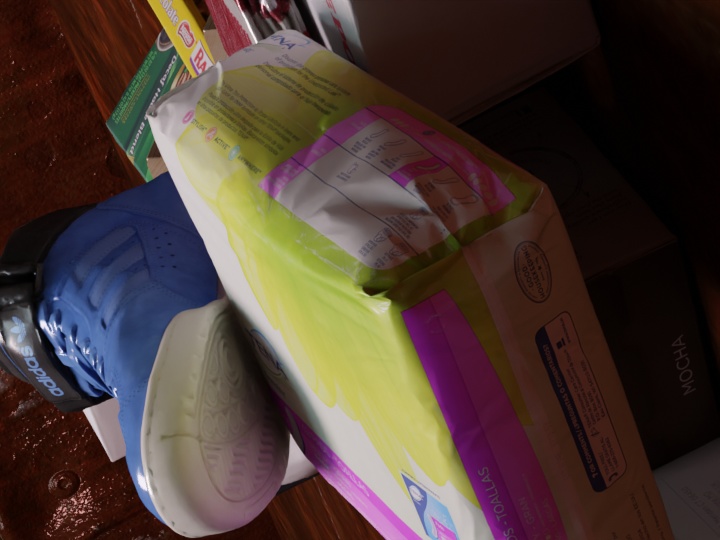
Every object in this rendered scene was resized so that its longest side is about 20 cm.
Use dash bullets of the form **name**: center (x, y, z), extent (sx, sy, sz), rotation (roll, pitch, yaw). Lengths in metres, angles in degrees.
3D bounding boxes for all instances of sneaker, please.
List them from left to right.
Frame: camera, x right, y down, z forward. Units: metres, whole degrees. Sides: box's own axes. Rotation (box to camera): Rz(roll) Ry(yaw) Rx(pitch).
- **sneaker**: center (-0.087, 0.034, 0.940), extent (0.200, 0.111, 0.077), rotation (-86, -25, -53)

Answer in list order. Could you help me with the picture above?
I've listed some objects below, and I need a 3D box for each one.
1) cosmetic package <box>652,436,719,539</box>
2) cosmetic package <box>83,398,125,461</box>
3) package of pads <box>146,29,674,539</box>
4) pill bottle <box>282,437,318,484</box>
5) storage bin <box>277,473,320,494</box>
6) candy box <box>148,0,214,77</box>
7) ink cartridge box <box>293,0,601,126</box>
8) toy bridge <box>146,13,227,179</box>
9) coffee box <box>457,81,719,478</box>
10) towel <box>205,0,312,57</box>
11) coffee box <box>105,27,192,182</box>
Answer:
- **cosmetic package**: center (0.096, 0.200, 0.914), extent (0.200, 0.199, 0.123), rotation (68, 171, -22)
- **cosmetic package**: center (-0.097, 0.025, 1.655), extent (0.113, 0.199, 0.081), rotation (54, 167, 55)
- **package of pads**: center (0.012, 0.018, 0.822), extent (0.200, 0.068, 0.155), rotation (37, 154, 59)
- **pill bottle**: center (-0.024, 0.040, 1.323), extent (0.117, 0.116, 0.200), rotation (64, -162, 4)
- **storage bin**: center (-0.081, 0.055, 1.875), extent (0.094, 0.135, 0.201), rotation (53, 166, 55)
- **candy box**: center (-0.045, -0.112, 1.274), extent (0.026, 0.102, 0.200), rotation (-56, 48, 31)
- **ink cartridge box**: center (-0.006, -0.152, 0.906), extent (0.200, 0.083, 0.146), rotation (50, 164, 58)
- **toy bridge**: center (-0.033, -0.101, 1.110), extent (0.200, 0.067, 0.027), rotation (-73, -29, -44)
- **coffee box**: center (0.053, -0.007, 0.990), extent (0.200, 0.080, 0.113), rotation (55, 167, 51)
- **towel**: center (-0.019, -0.041, 0.983), extent (0.144, 0.023, 0.201), rotation (-124, 12, -62)
- **coffee box**: center (-0.074, -0.093, 1.425), extent (0.044, 0.123, 0.200), rotation (28, -169, -25)
